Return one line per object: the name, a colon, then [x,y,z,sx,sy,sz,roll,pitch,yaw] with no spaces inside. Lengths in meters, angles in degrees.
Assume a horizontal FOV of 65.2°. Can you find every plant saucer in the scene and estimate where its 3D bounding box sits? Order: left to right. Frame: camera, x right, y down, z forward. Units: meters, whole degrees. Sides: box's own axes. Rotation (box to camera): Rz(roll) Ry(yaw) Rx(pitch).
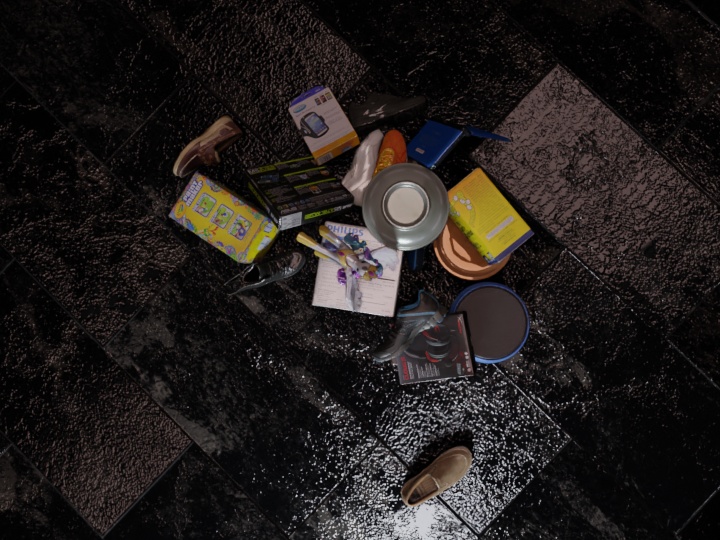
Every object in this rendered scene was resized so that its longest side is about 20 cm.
plant saucer: [0.102,-0.145,1.267,0.200,0.050,0.201,0,92,4]
plant saucer: [0.280,-0.076,1.398,0.200,0.032,0.201,0,87,2]

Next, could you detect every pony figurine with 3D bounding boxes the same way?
pony figurine: [-0.021,-0.016,1.220,0.200,0.193,0.167,34,86,23]

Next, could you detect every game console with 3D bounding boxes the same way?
game console: [0.220,-0.293,1.328,0.118,0.200,0.171,38,97,-24]

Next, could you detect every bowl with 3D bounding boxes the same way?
bowl: [0.316,0.128,1.382,0.200,0.039,0.201,0,87,3]

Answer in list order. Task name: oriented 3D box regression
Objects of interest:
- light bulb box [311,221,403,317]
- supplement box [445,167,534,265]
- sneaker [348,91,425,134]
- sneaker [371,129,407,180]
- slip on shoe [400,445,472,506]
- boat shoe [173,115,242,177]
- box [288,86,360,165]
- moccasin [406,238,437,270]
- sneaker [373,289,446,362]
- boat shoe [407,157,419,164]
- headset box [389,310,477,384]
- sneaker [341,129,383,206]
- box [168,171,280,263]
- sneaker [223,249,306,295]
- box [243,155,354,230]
light bulb box: [0.000,0.000,1.358,0.198,0.125,0.200,9,87,3]
supplement box: [0.293,-0.124,1.330,0.109,0.109,0.200,-39,85,0]
sneaker: [0.063,-0.411,1.406,0.200,0.076,0.091,-15,80,0]
sneaker: [0.067,-0.242,1.333,0.073,0.077,0.200,9,81,13]
slip on shoe: [0.185,0.499,1.357,0.200,0.061,0.076,-31,86,0]
boat shoe: [-0.382,-0.299,1.418,0.200,0.072,0.072,-44,85,-7]
box: [-0.096,-0.367,1.400,0.119,0.041,0.200,-28,63,1]
moccasin: [0.154,-0.098,1.373,0.068,0.080,0.200,0,101,-17]
sneaker: [0.099,0.127,1.286,0.200,0.073,0.082,-41,98,3]
boat shoe: [0.085,-0.190,1.396,0.066,0.072,0.201,24,86,12]
headset box: [0.165,0.186,1.347,0.200,0.075,0.149,-10,86,18]
sneaker: [0.020,-0.249,1.404,0.099,0.078,0.200,26,95,-5]
box: [-0.311,-0.118,1.337,0.192,0.200,0.122,33,92,3]
sneaker: [-0.230,0.004,1.377,0.199,0.104,0.060,-25,87,1]
box: [-0.146,-0.189,1.326,0.200,0.048,0.193,-19,49,-30]
